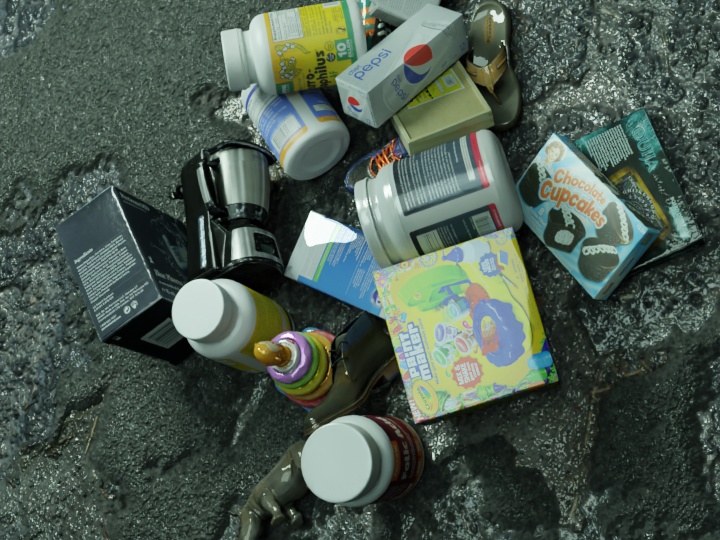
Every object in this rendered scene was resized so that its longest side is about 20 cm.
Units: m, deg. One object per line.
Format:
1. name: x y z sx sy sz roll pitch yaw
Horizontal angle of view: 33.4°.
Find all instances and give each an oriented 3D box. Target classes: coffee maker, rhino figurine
1. coffee maker: -0.197 -0.061 1.768 0.192 0.133 0.203 -42 48 55
2. rhino figurine: -0.115 0.317 1.663 0.200 0.060 0.088 -45 45 8

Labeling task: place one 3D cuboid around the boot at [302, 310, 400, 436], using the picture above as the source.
1. boot: -0.027 0.137 1.605 0.098 0.199 0.075 55 140 -1

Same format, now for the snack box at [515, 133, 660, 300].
1. snack box: 0.287 -0.072 1.572 0.117 0.037 0.201 -55 53 23

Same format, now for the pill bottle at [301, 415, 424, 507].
1. pill bottle: 0.004 0.244 1.547 0.112 0.200 0.116 -2 83 19

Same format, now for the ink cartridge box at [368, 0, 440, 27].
1. ink cartridge box: 0.050 -0.465 1.744 0.171 0.044 0.203 21 78 -13

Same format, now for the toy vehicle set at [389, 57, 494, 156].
1. toy vehicle set: 0.095 -0.245 1.675 0.123 0.027 0.201 -20 43 -3

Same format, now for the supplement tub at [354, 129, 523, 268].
1. supplement tub: 0.104 -0.090 1.583 0.197 0.140 0.142 -18 70 12

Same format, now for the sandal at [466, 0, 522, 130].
1. sandal: 0.184 -0.295 1.697 0.080 0.055 0.203 -4 75 22

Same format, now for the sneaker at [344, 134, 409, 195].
1. sneaker: 0.061 -0.168 1.705 0.198 0.078 0.076 -28 66 15

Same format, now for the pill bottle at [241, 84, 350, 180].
1. pill bottle: -0.109 -0.242 1.780 0.112 0.112 0.201 -38 64 10

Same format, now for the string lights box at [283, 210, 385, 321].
1. string lights box: 0.000 0.000 1.698 0.198 0.059 0.104 23 86 27

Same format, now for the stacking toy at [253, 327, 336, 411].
1. stacking toy: -0.091 0.123 1.627 0.115 0.200 0.111 30 89 28

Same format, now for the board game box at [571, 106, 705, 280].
1. board game box: 0.355 -0.099 1.587 0.134 0.028 0.203 -24 68 16

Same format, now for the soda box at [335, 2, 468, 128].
1. soda box: 0.060 -0.286 1.661 0.068 0.064 0.200 29 60 37

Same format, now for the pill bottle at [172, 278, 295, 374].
1. pill bottle: -0.179 0.075 1.677 0.110 0.200 0.113 -6 74 21

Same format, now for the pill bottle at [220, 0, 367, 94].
1. pill bottle: -0.093 -0.310 1.688 0.197 0.113 0.114 -9 71 -3

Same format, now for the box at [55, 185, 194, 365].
1. box: -0.317 0.010 1.756 0.117 0.196 0.202 -34 66 12

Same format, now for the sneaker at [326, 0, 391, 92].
1. sneaker: 0.019 -0.352 1.780 0.079 0.071 0.203 23 93 25

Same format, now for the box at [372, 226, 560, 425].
1. box: 0.139 0.076 1.550 0.190 0.122 0.203 -18 80 8
